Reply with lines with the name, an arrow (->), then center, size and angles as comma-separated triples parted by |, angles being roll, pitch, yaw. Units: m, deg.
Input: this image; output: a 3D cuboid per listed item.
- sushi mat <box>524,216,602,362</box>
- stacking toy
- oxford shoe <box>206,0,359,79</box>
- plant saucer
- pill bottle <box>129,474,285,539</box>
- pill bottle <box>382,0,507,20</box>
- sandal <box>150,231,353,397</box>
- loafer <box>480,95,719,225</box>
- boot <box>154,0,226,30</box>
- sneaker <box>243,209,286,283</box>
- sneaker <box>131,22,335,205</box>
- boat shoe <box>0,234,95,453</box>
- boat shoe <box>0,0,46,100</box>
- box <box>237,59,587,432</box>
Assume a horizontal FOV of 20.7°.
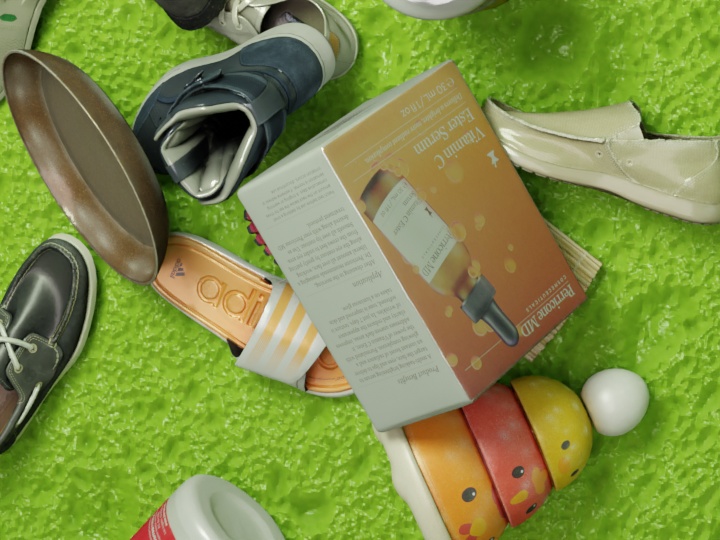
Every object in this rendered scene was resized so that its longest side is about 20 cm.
sushi mat -> 0.079, -0.028, 1.475 | 0.200, 0.012, 0.096 | 39, 107, 6
stacking toy -> 0.119, 0.123, 1.447 | 0.199, 0.146, 0.147 | -25, 93, 1
oxford shoe -> -0.092, -0.204, 1.467 | 0.199, 0.058, 0.076 | 31, 108, 9
plant saucer -> -0.200, -0.082, 1.469 | 0.032, 0.200, 0.201 | -33, 90, -20
pill bottle -> -0.154, 0.264, 1.536 | 0.112, 0.112, 0.200 | 44, 107, 3
pill bottle -> 0.060, -0.228, 1.347 | 0.108, 0.200, 0.110 | 2, 100, 14
sandal -> -0.083, 0.039, 1.505 | 0.205, 0.059, 0.080 | 26, 105, 9
loafer -> 0.175, -0.092, 1.411 | 0.198, 0.076, 0.069 | 18, 100, 6
boot -> -0.171, -0.273, 1.413 | 0.070, 0.132, 0.201 | -39, 67, 7
sneaker -> 0.000, 0.000, 1.459 | 0.200, 0.081, 0.075 | 46, 122, 3
sneaker -> -0.124, -0.096, 1.424 | 0.202, 0.146, 0.077 | -27, 110, 40
boat shoe -> -0.268, 0.066, 1.548 | 0.071, 0.068, 0.201 | 31, 104, 9
boat shoe -> -0.293, -0.195, 1.526 | 0.201, 0.071, 0.068 | -60, 45, 23
box -> 0.038, -0.017, 1.378 | 0.106, 0.152, 0.201 | -23, 101, 49
